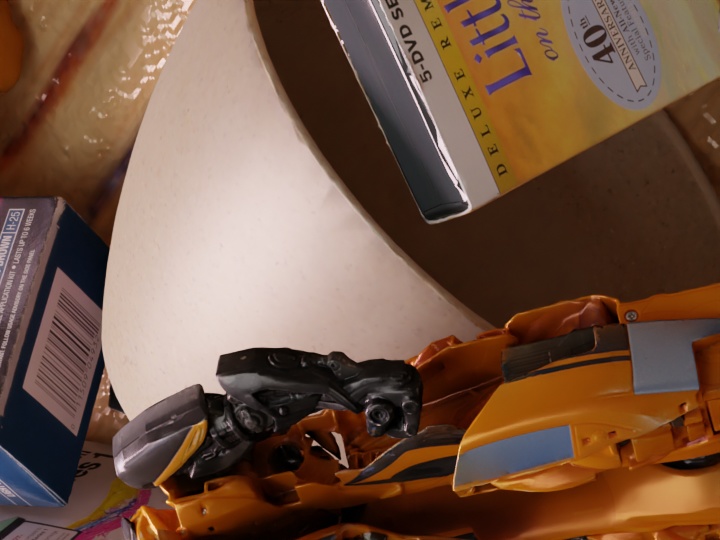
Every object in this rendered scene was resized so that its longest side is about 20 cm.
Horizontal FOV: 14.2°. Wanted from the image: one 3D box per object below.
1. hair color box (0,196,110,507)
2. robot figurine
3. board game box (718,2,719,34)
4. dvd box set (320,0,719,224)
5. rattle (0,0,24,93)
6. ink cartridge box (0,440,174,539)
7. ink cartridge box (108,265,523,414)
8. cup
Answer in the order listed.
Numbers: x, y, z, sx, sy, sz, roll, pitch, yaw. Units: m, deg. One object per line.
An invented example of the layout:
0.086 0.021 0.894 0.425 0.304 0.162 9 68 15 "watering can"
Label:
-0.194 0.029 1.072 0.200 0.100 0.061 -1 151 26 "hair color box"
0.033 0.060 0.776 0.200 0.145 0.058 -14 57 8 "robot figurine"
0.196 -0.160 0.754 0.199 0.041 0.200 -2 76 38 "board game box"
0.070 -0.119 0.822 0.029 0.200 0.147 -16 100 61 "dvd box set"
-0.243 -0.117 1.078 0.200 0.130 0.143 -19 142 24 "rattle"
-0.088 0.129 1.042 0.200 0.145 0.084 6 111 30 "ink cartridge box"
0.003 0.032 1.019 0.200 0.037 0.095 17 116 22 "ink cartridge box"
0.000 0.000 0.898 0.200 0.200 0.143 50 120 5 "cup"
